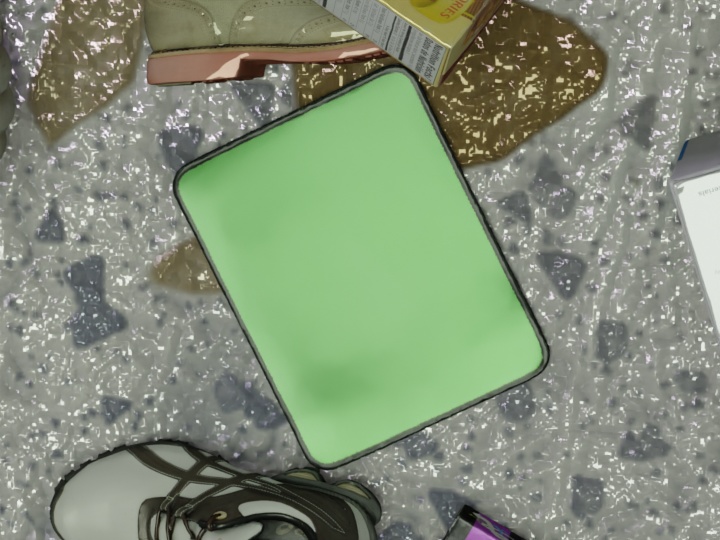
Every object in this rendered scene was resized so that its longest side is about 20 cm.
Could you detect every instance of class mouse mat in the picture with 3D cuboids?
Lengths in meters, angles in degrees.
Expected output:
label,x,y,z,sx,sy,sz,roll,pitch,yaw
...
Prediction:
label,x,y,z,sx,sy,sz,roll,pitch,yaw
mouse mat,0.000,0.000,1.731,0.161,0.008,0.200,-25,97,13

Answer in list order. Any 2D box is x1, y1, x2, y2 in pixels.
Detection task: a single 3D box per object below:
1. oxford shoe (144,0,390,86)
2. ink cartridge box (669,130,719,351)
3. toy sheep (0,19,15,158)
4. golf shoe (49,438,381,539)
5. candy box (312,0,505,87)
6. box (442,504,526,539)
label,x,y,z,sx,sy,sz,roll,pitch,yaw
oxford shoe,-0.027,-0.149,1.674,0.199,0.071,0.074,-7,92,7
ink cartridge box,0.237,0.024,1.625,0.083,0.145,0.201,-16,98,11
toy sheep,-0.260,-0.102,1.691,0.137,0.138,0.201,13,119,7
golf shoe,-0.091,0.146,1.730,0.199,0.094,0.078,1,104,13
candy box,-0.003,-0.205,1.630,0.200,0.055,0.116,35,69,7
box,0.110,0.247,1.748,0.200,0.036,0.143,31,105,3
